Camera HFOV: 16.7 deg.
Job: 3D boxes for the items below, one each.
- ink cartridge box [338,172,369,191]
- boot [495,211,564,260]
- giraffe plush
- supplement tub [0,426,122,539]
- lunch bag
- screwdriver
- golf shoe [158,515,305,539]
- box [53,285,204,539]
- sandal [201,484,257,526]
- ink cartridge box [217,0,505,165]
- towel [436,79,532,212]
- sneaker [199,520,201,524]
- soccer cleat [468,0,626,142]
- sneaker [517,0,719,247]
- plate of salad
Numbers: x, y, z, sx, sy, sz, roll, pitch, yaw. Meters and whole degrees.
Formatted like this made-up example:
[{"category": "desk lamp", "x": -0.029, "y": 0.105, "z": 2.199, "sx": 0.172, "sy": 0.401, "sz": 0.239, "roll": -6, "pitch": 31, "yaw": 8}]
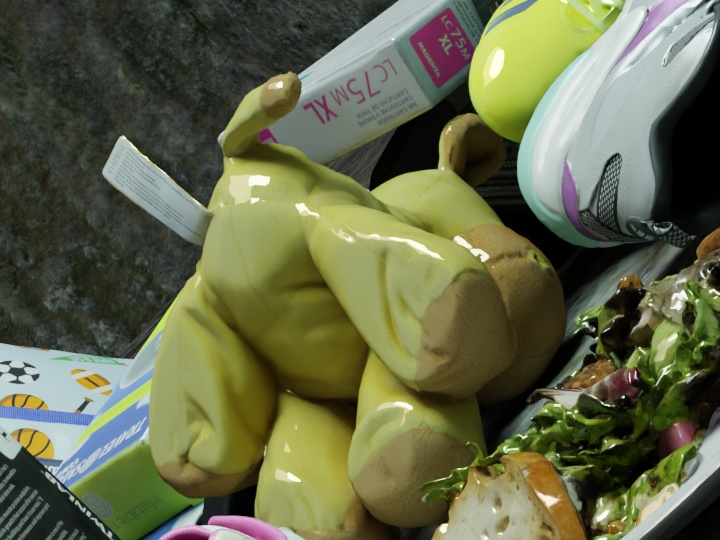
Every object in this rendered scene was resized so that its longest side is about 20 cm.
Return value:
[{"category": "ink cartridge box", "x": -0.052, "y": 0.045, "z": 1.459, "sx": 0.200, "sy": 0.044, "sz": 0.094, "roll": -48, "pitch": -30, "yaw": -20}, {"category": "boot", "x": 0.029, "y": 0.024, "z": 1.165, "sx": 0.200, "sy": 0.075, "sz": 0.097, "roll": -39, "pitch": -11, "yaw": -43}, {"category": "giraffe plush", "x": 0.011, "y": 0.016, "z": 0.985, "sx": 0.162, "sy": 0.200, "sz": 0.173, "roll": -4, "pitch": -37, "yaw": -51}, {"category": "supplement tub", "x": -0.158, "y": 0.137, "z": 1.003, "sx": 0.123, "sy": 0.200, "sz": 0.123, "roll": -45, "pitch": 6, "yaw": 6}, {"category": "lunch bag", "x": -0.177, "y": 0.118, "z": 1.275, "sx": 0.200, "sy": 0.170, "sz": 0.124, "roll": -103, "pitch": 23, "yaw": -63}, {"category": "screwdriver", "x": 0.000, "y": 0.000, "z": 1.063, "sx": 0.029, "sy": 0.028, "sz": 0.200, "roll": -48, "pitch": 14, "yaw": 53}, {"category": "golf shoe", "x": -0.029, "y": 0.111, "z": 0.810, "sx": 0.075, "sy": 0.092, "sz": 0.200, "roll": -48, "pitch": 4, "yaw": -7}, {"category": "box", "x": -0.082, "y": 0.062, "z": 1.139, "sx": 0.122, "sy": 0.048, "sz": 0.200, "roll": -36, "pitch": 16, "yaw": 46}, {"category": "sandal", "x": -0.053, "y": 0.056, "z": 1.043, "sx": 0.045, "sy": 0.075, "sz": 0.200, "roll": -2, "pitch": 73, "yaw": 32}, {"category": "ink cartridge box", "x": 0.035, "y": -0.109, "z": 1.119, "sx": 0.119, "sy": 0.042, "sz": 0.200, "roll": -25, "pitch": 14, "yaw": 43}, {"category": "towel", "x": 0.124, "y": -0.099, "z": 1.113, "sx": 0.192, "sy": 0.035, "sz": 0.200, "roll": 4, "pitch": 45, "yaw": 52}, {"category": "sneaker", "x": -0.109, "y": 0.162, "z": 1.148, "sx": 0.200, "sy": 0.070, "sz": 0.080, "roll": -48, "pitch": 9, "yaw": -27}, {"category": "soccer cleat", "x": 0.121, "y": -0.122, "z": 1.010, "sx": 0.200, "sy": 0.065, "sz": 0.084, "roll": -36, "pitch": -6, "yaw": -30}, {"category": "sneaker", "x": 0.148, "y": -0.093, "z": 0.906, "sx": 0.200, "sy": 0.078, "sz": 0.140, "roll": -65, "pitch": 25, "yaw": -5}, {"category": "plate of salad", "x": 0.086, "y": 0.032, "z": 0.739, "sx": 0.200, "sy": 0.048, "sz": 0.200, "roll": -46, "pitch": 5, "yaw": 5}]
